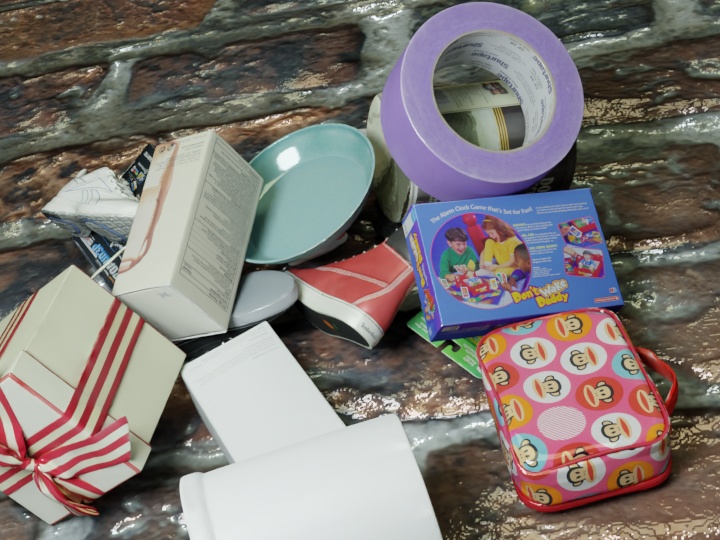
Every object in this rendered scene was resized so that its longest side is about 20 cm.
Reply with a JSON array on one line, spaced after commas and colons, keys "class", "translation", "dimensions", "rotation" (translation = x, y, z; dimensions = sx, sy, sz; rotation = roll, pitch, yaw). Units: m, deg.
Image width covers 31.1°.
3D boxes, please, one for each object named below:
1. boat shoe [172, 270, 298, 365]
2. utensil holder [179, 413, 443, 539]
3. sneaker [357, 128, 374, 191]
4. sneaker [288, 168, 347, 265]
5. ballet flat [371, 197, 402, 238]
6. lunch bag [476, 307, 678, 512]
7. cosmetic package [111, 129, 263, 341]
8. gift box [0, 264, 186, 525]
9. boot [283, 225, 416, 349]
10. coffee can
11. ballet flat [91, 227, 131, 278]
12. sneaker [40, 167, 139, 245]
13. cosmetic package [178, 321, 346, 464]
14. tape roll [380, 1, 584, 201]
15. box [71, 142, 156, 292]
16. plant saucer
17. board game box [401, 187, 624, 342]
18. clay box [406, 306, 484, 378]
[{"class": "boat shoe", "translation": [-0.148, 0.062, 1.419], "dimensions": [0.199, 0.068, 0.074], "rotation": [-23, 33, 16]}, {"class": "utensil holder", "translation": [-0.038, 0.230, 1.133], "dimensions": [0.199, 0.170, 0.170], "rotation": [-19, 40, -3]}, {"class": "sneaker", "translation": [0.037, -0.150, 1.582], "dimensions": [0.199, 0.076, 0.114], "rotation": [4, 28, -16]}, {"class": "sneaker", "translation": [-0.060, -0.073, 1.513], "dimensions": [0.077, 0.082, 0.200], "rotation": [-21, 21, 14]}, {"class": "ballet flat", "translation": [0.078, -0.025, 1.482], "dimensions": [0.066, 0.057, 0.200], "rotation": [-15, 43, -26]}, {"class": "lunch bag", "translation": [0.212, 0.123, 1.229], "dimensions": [0.175, 0.082, 0.200], "rotation": [-15, 40, 2]}, {"class": "cosmetic package", "translation": [-0.183, -0.037, 1.390], "dimensions": [0.087, 0.103, 0.201], "rotation": [-11, 51, 31]}, {"class": "gift box", "translation": [-0.300, 0.123, 1.287], "dimensions": [0.200, 0.184, 0.187], "rotation": [-38, 24, 39]}, {"class": "boot", "translation": [0.000, 0.000, 1.411], "dimensions": [0.144, 0.072, 0.200], "rotation": [-51, 31, -13]}, {"class": "coffee can", "translation": [0.123, -0.139, 1.467], "dimensions": [0.199, 0.147, 0.147], "rotation": [-9, 38, -17]}, {"class": "ballet flat", "translation": [-0.277, 0.039, 1.449], "dimensions": [0.201, 0.072, 0.068], "rotation": [-62, 12, -1]}, {"class": "sneaker", "translation": [-0.307, -0.084, 1.553], "dimensions": [0.200, 0.074, 0.087], "rotation": [13, 68, 44]}, {"class": "cosmetic package", "translation": [-0.092, 0.153, 1.307], "dimensions": [0.113, 0.081, 0.200], "rotation": [-27, 42, -11]}, {"class": "tape roll", "translation": [0.126, -0.172, 1.354], "dimensions": [0.199, 0.085, 0.201], "rotation": [4, 74, -13]}, {"class": "box", "translation": [-0.253, -0.045, 1.565], "dimensions": [0.159, 0.046, 0.200], "rotation": [-51, 43, 4]}, {"class": "plant saucer", "translation": [-0.065, -0.079, 1.446], "dimensions": [0.199, 0.036, 0.201], "rotation": [-18, 45, 19]}, {"class": "board game box", "translation": [0.155, -0.008, 1.321], "dimensions": [0.199, 0.045, 0.135], "rotation": [-6, 68, -16]}, {"class": "clay box", "translation": [0.153, 0.016, 1.378], "dimensions": [0.115, 0.048, 0.200], "rotation": [35, 60, 25]}]
